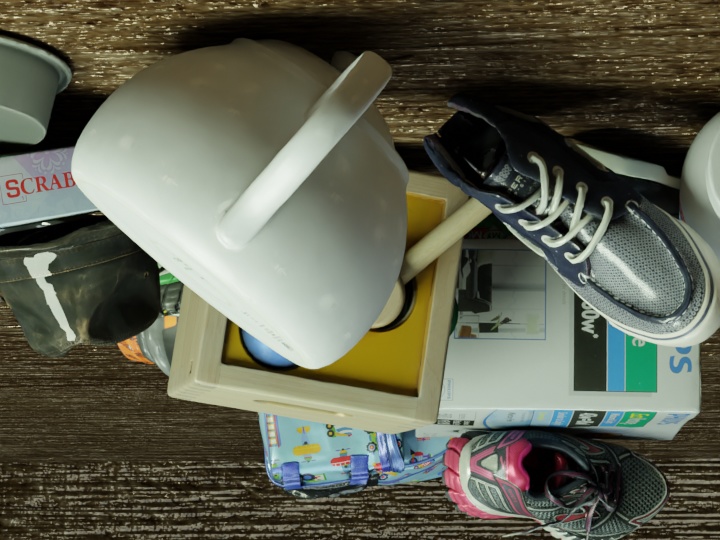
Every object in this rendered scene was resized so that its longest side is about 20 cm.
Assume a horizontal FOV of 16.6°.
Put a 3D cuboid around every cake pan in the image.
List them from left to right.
[{"bbox_3d":[-0.260,-0.096,1.361,0.200,0.037,0.200,1,170,0],"label":"cake pan"}]

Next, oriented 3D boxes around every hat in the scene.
[{"bbox_3d":[-0.174,0.009,1.506,0.200,0.081,0.201,-9,-178,0],"label":"hat"}]

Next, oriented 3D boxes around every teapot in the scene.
[{"bbox_3d":[-0.044,-0.054,1.299,0.200,0.146,0.197,34,172,39],"label":"teapot"}]

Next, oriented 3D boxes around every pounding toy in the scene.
[{"bbox_3d":[0.000,0.000,1.559,0.200,0.184,0.142,10,170,-12],"label":"pounding toy"}]

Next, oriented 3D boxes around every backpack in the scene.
[{"bbox_3d":[0.017,0.093,2.035,0.200,0.183,0.135,-3,176,2],"label":"backpack"}]

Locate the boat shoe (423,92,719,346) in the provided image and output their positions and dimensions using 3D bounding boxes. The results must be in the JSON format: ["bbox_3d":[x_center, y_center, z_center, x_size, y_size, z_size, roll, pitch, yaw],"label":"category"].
[{"bbox_3d":[0.115,-0.029,1.399,0.093,0.075,0.200,18,-163,-50],"label":"boat shoe"}]

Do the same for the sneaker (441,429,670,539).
[{"bbox_3d":[0.154,0.158,1.799,0.200,0.081,0.075,8,166,-40],"label":"sneaker"}]

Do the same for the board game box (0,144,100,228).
[{"bbox_3d":[-0.230,-0.043,1.476,0.199,0.041,0.200,-11,-178,-31],"label":"board game box"}]

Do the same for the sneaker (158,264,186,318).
[{"bbox_3d":[-0.070,-0.027,1.656,0.200,0.085,0.078,-13,178,-27],"label":"sneaker"}]

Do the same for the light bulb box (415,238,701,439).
[{"bbox_3d":[0.139,0.052,1.787,0.200,0.125,0.198,1,171,2],"label":"light bulb box"}]

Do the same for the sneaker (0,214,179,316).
[{"bbox_3d":[-0.165,-0.004,1.687,0.200,0.076,0.088,5,-174,-1],"label":"sneaker"}]

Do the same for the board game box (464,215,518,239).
[{"bbox_3d":[0.101,-0.010,1.879,0.134,0.029,0.200,-3,170,14],"label":"board game box"}]

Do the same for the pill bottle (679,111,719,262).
[{"bbox_3d":[0.241,-0.041,1.443,0.112,0.112,0.200,-1,170,8],"label":"pill bottle"}]

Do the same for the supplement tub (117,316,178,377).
[{"bbox_3d":[-0.071,0.028,1.786,0.200,0.123,0.123,5,173,22],"label":"supplement tub"}]

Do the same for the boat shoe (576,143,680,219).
[{"bbox_3d":[0.188,-0.031,1.585,0.074,0.066,0.199,18,-178,35],"label":"boat shoe"}]
